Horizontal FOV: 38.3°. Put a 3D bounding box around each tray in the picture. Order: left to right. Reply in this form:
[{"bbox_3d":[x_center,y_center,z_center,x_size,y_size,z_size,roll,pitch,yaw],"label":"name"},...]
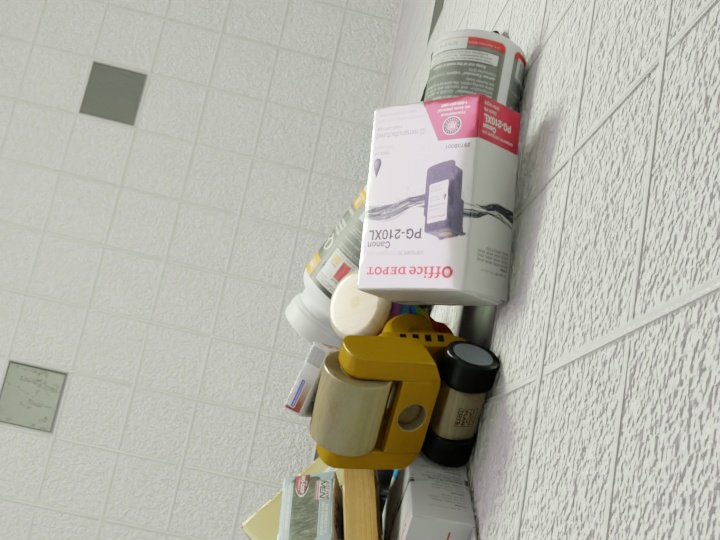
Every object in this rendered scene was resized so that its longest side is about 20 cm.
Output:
[{"bbox_3d":[0.004,0.282,1.051,0.100,0.036,0.202,83,-176,-49],"label":"tray"}]

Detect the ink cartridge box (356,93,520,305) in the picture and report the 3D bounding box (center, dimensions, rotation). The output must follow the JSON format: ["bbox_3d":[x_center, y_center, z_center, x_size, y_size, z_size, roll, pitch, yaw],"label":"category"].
[{"bbox_3d":[0.082,-0.069,1.089,0.143,0.084,0.204,-1,80,40],"label":"ink cartridge box"}]

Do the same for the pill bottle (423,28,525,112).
[{"bbox_3d":[0.124,-0.165,1.210,0.114,0.112,0.204,122,160,-76],"label":"pill bottle"}]

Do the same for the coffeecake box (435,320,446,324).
[{"bbox_3d":[0.053,0.168,1.443,0.200,0.072,0.156,114,168,-66],"label":"coffeecake box"}]

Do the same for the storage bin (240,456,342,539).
[{"bbox_3d":[-0.047,0.329,1.379,0.198,0.094,0.200,-39,6,-15],"label":"storage bin"}]

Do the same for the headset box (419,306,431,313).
[{"bbox_3d":[0.071,0.007,1.630,0.202,0.076,0.150,-81,6,-47],"label":"headset box"}]

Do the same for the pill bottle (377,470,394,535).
[{"bbox_3d":[0.041,0.209,1.236,0.112,0.110,0.204,132,150,-81],"label":"pill bottle"}]

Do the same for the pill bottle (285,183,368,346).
[{"bbox_3d":[0.000,0.000,1.279,0.201,0.116,0.117,-52,10,12],"label":"pill bottle"}]

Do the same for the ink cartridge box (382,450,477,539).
[{"bbox_3d":[0.067,0.265,1.048,0.201,0.065,0.118,-90,13,-69],"label":"ink cartridge box"}]

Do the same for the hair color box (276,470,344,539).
[{"bbox_3d":[-0.036,0.324,1.102,0.100,0.059,0.203,-88,-12,-57],"label":"hair color box"}]

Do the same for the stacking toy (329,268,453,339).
[{"bbox_3d":[0.052,0.066,1.231,0.084,0.199,0.087,-15,63,33],"label":"stacking toy"}]

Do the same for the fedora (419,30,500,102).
[{"bbox_3d":[0.133,-0.250,1.439,0.201,0.090,0.205,-168,90,-86],"label":"fedora"}]

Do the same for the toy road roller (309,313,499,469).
[{"bbox_3d":[0.035,0.115,1.069,0.146,0.196,0.125,-128,47,-55],"label":"toy road roller"}]

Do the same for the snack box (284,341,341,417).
[{"bbox_3d":[-0.016,0.122,1.108,0.073,0.024,0.200,-65,-23,1],"label":"snack box"}]
